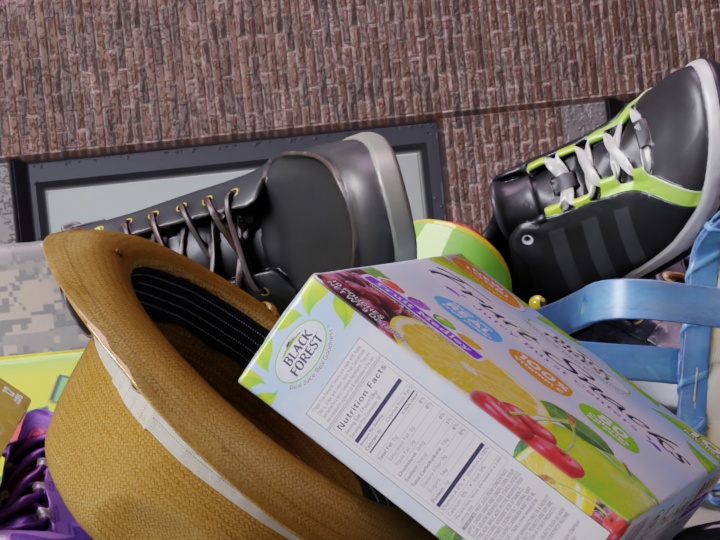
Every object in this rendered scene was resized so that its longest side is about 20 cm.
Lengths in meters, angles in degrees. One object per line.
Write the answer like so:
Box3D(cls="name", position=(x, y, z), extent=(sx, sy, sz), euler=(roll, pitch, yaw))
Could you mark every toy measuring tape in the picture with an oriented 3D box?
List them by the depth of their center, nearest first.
Box3D(cls="toy measuring tape", position=(0.000, 0.000, 1.362), extent=(0.200, 0.074, 0.074), euler=(17, 6, 13))

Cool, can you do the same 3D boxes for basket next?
Box3D(cls="basket", position=(0.167, 0.033, 1.269), extent=(0.200, 0.139, 0.176), euler=(2, -7, -18))

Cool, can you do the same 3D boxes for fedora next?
Box3D(cls="fedora", position=(-0.054, 0.068, 1.062), extent=(0.200, 0.082, 0.201), euler=(35, 13, -9))

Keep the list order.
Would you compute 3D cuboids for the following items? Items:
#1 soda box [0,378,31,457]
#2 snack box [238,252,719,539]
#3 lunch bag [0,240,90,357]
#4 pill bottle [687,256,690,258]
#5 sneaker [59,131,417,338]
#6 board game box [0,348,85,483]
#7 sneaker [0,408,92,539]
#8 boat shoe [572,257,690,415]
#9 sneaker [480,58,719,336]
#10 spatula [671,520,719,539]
Box3D(cls="soda box", position=(-0.175, 0.079, 1.019), extent=(0.068, 0.064, 0.200), euler=(35, 13, -6))
Box3D(cls="snack box", position=(0.052, 0.056, 1.075), extent=(0.142, 0.053, 0.200), euler=(39, 12, 12))
Box3D(cls="lunch bag", position=(-0.146, 0.073, 1.371), extent=(0.164, 0.118, 0.200), euler=(-6, -27, -12))
Box3D(cls="pill bottle", position=(0.188, 0.041, 1.532), extent=(0.200, 0.111, 0.111), euler=(-4, 2, 41))
Box3D(cls="sneaker", position=(-0.053, -0.004, 1.199), extent=(0.106, 0.075, 0.200), euler=(-11, -5, -23))
Box3D(cls="board game box", position=(-0.124, 0.084, 1.224), extent=(0.200, 0.102, 0.048), euler=(-6, 1, 3))
Box3D(cls="sneaker", position=(-0.124, 0.097, 1.099), extent=(0.080, 0.084, 0.200), euler=(-6, 2, 6))
Box3D(cls="boat shoe", position=(0.158, 0.031, 1.436), extent=(0.200, 0.091, 0.071), euler=(18, -14, 39))
Box3D(cls="sneaker", position=(0.104, -0.027, 1.367), extent=(0.083, 0.072, 0.200), euler=(10, -41, -28))
Box3D(cls="spatula", position=(0.215, 0.087, 1.086), extent=(0.200, 0.021, 0.057), euler=(-12, -42, 0))
